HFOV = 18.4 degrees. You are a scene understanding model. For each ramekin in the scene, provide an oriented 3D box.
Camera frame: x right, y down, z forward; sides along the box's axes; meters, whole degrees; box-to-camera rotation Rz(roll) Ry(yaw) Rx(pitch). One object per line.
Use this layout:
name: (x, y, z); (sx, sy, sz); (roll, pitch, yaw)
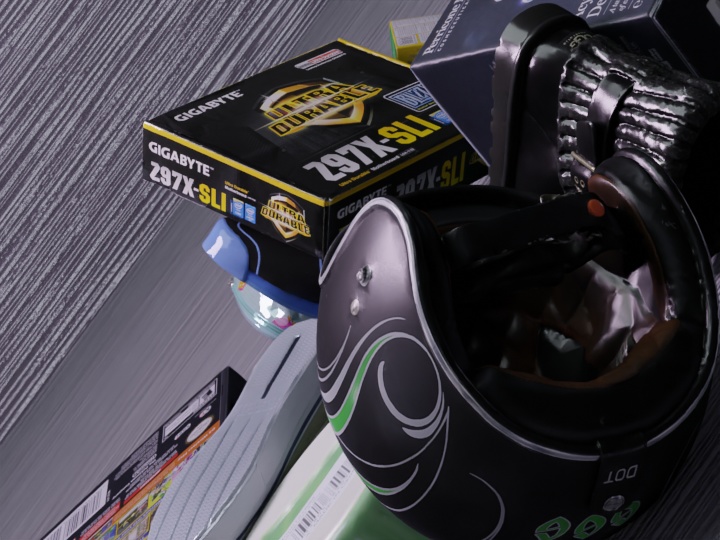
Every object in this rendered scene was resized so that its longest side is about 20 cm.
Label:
ramekin: (0.011, 0.149, 1.199); (0.200, 0.098, 0.200); (-50, 11, 14)

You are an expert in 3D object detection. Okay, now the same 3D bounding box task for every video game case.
video game case: (-0.149, 0.171, 1.449); (0.200, 0.026, 0.181); (-43, 18, 15)

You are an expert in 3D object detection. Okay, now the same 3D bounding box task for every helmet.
helmet: (0.070, 0.038, 1.058); (0.200, 0.200, 0.191); (-58, 2, -24)

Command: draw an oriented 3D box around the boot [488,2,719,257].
boot: (0.147, -0.037, 1.250); (0.079, 0.211, 0.158); (-33, 45, -26)

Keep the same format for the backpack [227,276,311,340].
backpack: (-0.003, -0.012, 1.566); (0.200, 0.176, 0.153); (-142, 73, -81)

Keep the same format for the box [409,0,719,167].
box: (0.157, -0.154, 1.364); (0.200, 0.107, 0.148); (-8, 43, 47)

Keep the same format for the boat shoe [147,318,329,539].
boat shoe: (-0.055, 0.116, 1.314); (0.072, 0.062, 0.200); (-8, 39, 47)

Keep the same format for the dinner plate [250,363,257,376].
dinner plate: (-0.084, 0.135, 1.645); (0.200, 0.024, 0.200); (-164, 90, -86)

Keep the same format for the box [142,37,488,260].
box: (-0.019, -0.085, 1.469); (0.200, 0.160, 0.049); (-28, -47, -43)

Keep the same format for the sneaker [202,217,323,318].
sneaker: (0.000, 0.000, 1.434); (0.078, 0.200, 0.070); (-64, -2, 9)

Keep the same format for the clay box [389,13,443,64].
clay box: (0.124, -0.165, 1.621); (0.115, 0.200, 0.048); (-95, -2, -74)
